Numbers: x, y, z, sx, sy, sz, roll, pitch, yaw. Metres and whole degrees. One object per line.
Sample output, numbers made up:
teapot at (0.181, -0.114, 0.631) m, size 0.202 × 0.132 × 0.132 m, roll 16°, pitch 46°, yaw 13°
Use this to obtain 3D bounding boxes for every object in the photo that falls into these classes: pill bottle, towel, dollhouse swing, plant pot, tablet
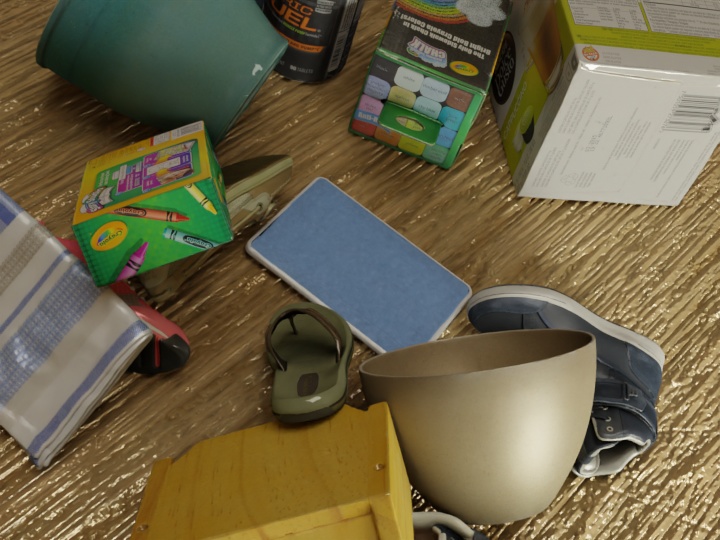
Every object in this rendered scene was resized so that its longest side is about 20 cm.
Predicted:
pill bottle at (-0.043, -0.302, 1.205) m, size 0.105 × 0.201 × 0.107 m, roll 8°, pitch 53°, yaw -10°
towel at (-0.282, 0.043, 0.947) m, size 0.200 × 0.024 × 0.147 m, roll 41°, pitch 90°, yaw 10°
dollhouse swing at (-0.048, 0.235, 0.877) m, size 0.197 × 0.178 × 0.182 m, roll -16°, pitch 22°, yaw 7°
plant pot at (0.104, 0.133, 0.968) m, size 0.198 × 0.200 × 0.137 m, roll -9°, pitch 95°, yaw -22°
plant pot at (-0.180, -0.224, 1.124) m, size 0.187 × 0.200 × 0.201 m, roll 37°, pitch 52°, yaw -7°
tablet at (0.000, 0.000, 1.121) m, size 0.199 × 0.014 × 0.130 m, roll 37°, pitch 53°, yaw 10°

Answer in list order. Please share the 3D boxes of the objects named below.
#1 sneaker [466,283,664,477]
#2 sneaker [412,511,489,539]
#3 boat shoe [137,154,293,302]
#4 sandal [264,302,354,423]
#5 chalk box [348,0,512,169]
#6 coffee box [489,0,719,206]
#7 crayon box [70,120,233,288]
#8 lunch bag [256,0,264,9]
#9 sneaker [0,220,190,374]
sneaker at (0.184, 0.102, 1.063) m, size 0.200 × 0.077 × 0.147 m, roll 21°, pitch 49°, yaw -3°
sneaker at (0.083, 0.251, 0.927) m, size 0.197 × 0.080 × 0.079 m, roll 19°, pitch 51°, yaw -5°
boat shoe at (-0.134, -0.047, 1.090) m, size 0.073 × 0.064 × 0.200 m, roll 2°, pitch 32°, yaw 43°
sandal at (-0.046, 0.063, 0.977) m, size 0.079 × 0.058 × 0.201 m, roll -18°, pitch 19°, yaw 0°
chalk box at (0.068, -0.201, 1.218) m, size 0.123 × 0.124 × 0.202 m, roll 22°, pitch 53°, yaw -1°
coffee box at (0.266, -0.211, 1.234) m, size 0.197 × 0.201 × 0.200 m, roll 2°, pitch 54°, yaw -15°
crayon box at (-0.178, -0.063, 0.998) m, size 0.117 × 0.059 × 0.200 m, roll -19°, pitch 22°, yaw -2°
lunch bag at (-0.084, -0.387, 1.254) m, size 0.148 × 0.201 × 0.095 m, roll -2°, pitch 55°, yaw -17°
sneaker at (-0.228, 0.014, 1.005) m, size 0.198 × 0.074 × 0.087 m, roll 26°, pitch 51°, yaw 3°
